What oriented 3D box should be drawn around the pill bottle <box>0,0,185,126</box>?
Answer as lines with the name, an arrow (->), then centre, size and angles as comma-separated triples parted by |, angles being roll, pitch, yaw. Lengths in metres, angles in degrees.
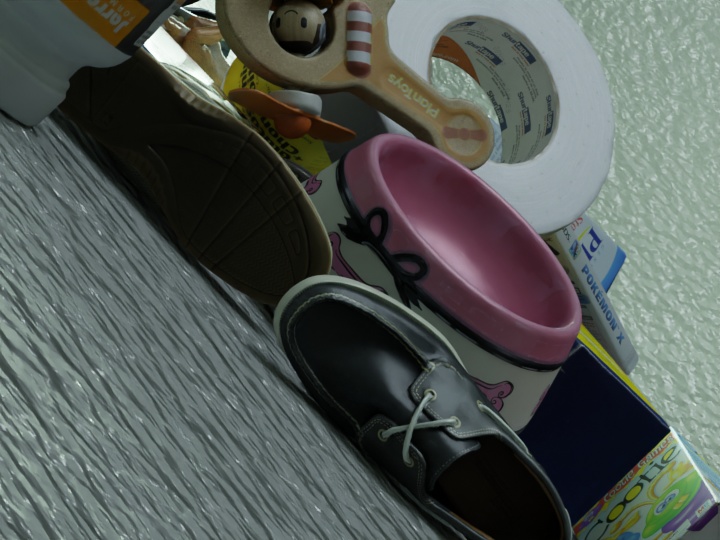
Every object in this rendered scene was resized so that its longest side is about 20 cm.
pill bottle -> -0.128, -0.175, 1.182 | 0.116, 0.200, 0.116 | 44, 6, -5

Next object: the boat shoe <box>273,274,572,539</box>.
boat shoe -> 0.036, 0.079, 1.223 | 0.200, 0.072, 0.068 | 46, 1, -15

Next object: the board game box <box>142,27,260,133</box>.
board game box -> -0.151, -0.140, 1.544 | 0.152, 0.046, 0.200 | 46, 6, 11

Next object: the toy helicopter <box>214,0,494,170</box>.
toy helicopter -> -0.004, -0.119, 1.435 | 0.200, 0.133, 0.079 | 36, -26, -15

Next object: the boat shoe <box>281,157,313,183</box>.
boat shoe -> 0.000, 0.000, 1.519 | 0.200, 0.074, 0.073 | 46, 6, -3

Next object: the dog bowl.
dog bowl -> 0.046, 0.001, 1.380 | 0.200, 0.074, 0.200 | 36, 22, -18

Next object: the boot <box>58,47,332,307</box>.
boot -> -0.084, -0.057, 1.334 | 0.200, 0.072, 0.155 | 43, 3, 8

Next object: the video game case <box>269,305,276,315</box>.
video game case -> 0.026, 0.086, 1.361 | 0.200, 0.023, 0.182 | 42, 7, -23

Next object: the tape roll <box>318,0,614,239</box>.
tape roll -> 0.071, -0.107, 1.553 | 0.200, 0.201, 0.066 | 44, -37, -12

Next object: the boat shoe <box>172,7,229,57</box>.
boat shoe -> -0.167, -0.212, 1.793 | 0.200, 0.062, 0.073 | 41, 7, -43

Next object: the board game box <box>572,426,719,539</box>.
board game box -> 0.221, 0.196, 1.570 | 0.105, 0.103, 0.200 | 44, 6, -8

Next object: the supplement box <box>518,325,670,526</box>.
supplement box -> 0.101, 0.068, 1.590 | 0.109, 0.109, 0.200 | 42, 6, -33

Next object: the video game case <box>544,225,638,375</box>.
video game case -> 0.097, -0.001, 1.784 | 0.199, 0.022, 0.183 | 9, -39, 42

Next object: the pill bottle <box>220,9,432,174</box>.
pill bottle -> -0.035, -0.124, 1.665 | 0.112, 0.112, 0.200 | 44, -24, -7

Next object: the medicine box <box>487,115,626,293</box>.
medicine box -> 0.083, -0.037, 1.935 | 0.200, 0.103, 0.182 | 42, -16, -31

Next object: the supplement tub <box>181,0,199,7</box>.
supplement tub -> -0.129, -0.236, 1.542 | 0.123, 0.123, 0.200 | 44, 5, -9

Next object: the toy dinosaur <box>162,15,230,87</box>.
toy dinosaur -> -0.121, -0.162, 1.766 | 0.200, 0.106, 0.060 | 34, 4, -35
